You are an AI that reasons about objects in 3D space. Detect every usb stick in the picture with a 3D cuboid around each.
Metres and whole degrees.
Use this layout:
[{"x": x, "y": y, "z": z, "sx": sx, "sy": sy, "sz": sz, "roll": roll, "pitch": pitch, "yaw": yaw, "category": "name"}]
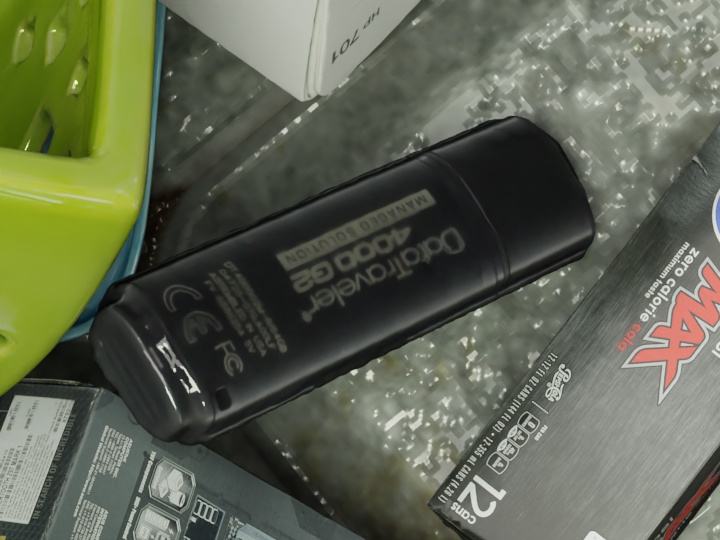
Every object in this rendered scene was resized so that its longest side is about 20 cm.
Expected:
[{"x": 0.000, "y": 0.000, "z": 0.879, "sx": 0.033, "sy": 0.200, "sz": 0.056, "roll": -39, "pitch": 80, "yaw": 45, "category": "usb stick"}]

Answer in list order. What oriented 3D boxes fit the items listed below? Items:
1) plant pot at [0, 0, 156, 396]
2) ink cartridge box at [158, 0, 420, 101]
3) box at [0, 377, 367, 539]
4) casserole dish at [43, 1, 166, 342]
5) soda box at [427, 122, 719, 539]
[{"x": -0.176, "y": -0.049, "z": 0.816, "sx": 0.199, "sy": 0.182, "sz": 0.200, "roll": 12, "pitch": 47, "yaw": -15, "category": "plant pot"}, {"x": -0.048, "y": -0.174, "z": 0.933, "sx": 0.200, "sy": 0.086, "sz": 0.146, "roll": 35, "pitch": 63, "yaw": 14, "category": "ink cartridge box"}, {"x": -0.071, "y": 0.153, "z": 0.853, "sx": 0.051, "sy": 0.158, "sz": 0.200, "roll": 2, "pitch": 67, "yaw": 46, "category": "box"}, {"x": -0.123, "y": -0.061, "z": 0.974, "sx": 0.121, "sy": 0.039, "sz": 0.200, "roll": 2, "pitch": 82, "yaw": 10, "category": "casserole dish"}, {"x": 0.109, "y": 0.018, "z": 0.902, "sx": 0.063, "sy": 0.071, "sz": 0.200, "roll": 38, "pitch": 88, "yaw": 15, "category": "soda box"}]
